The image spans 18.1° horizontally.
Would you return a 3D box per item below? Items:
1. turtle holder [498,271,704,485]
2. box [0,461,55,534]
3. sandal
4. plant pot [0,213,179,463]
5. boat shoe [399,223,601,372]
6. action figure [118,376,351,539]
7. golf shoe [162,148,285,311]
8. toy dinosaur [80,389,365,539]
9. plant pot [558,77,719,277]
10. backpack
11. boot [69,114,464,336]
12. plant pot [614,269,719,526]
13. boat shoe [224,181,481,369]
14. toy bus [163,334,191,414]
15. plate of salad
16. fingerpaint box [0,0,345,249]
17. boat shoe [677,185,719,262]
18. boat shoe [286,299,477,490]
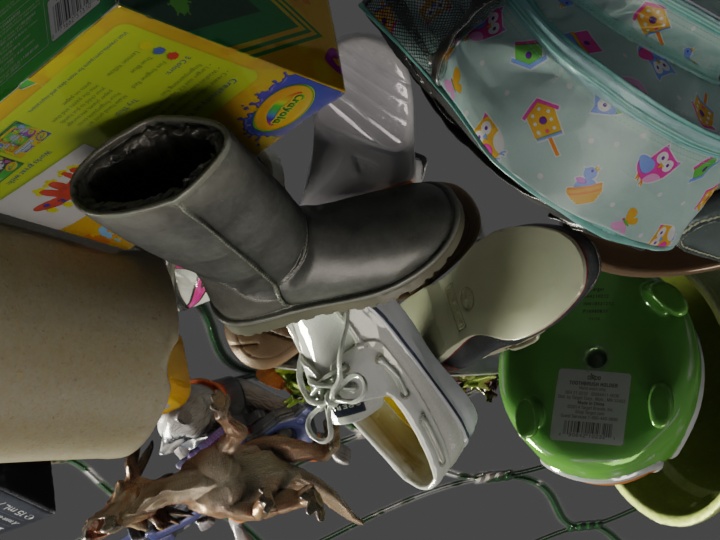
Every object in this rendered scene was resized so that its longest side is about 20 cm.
[{"bbox_3d":[0.162,0.059,1.554,0.140,0.186,0.132,-24,155,6],"label":"turtle holder"},{"bbox_3d":[-0.350,0.124,1.576,0.199,0.118,0.197,-21,151,20],"label":"box"},{"bbox_3d":[0.007,-0.071,1.406,0.079,0.059,0.207,13,132,7],"label":"sandal"},{"bbox_3d":[-0.217,0.040,1.369,0.183,0.201,0.200,9,146,-30],"label":"plant pot"},{"bbox_3d":[0.094,0.019,1.457,0.062,0.072,0.200,-4,163,-36],"label":"boat shoe"},{"bbox_3d":[-0.114,0.149,1.734,0.199,0.105,0.194,-33,144,3],"label":"action figure"},{"bbox_3d":[-0.092,-0.030,1.438,0.092,0.073,0.200,2,159,-31],"label":"golf shoe"},{"bbox_3d":[-0.095,0.151,1.623,0.199,0.086,0.135,11,155,-40],"label":"toy dinosaur"},{"bbox_3d":[0.215,-0.083,1.425,0.200,0.093,0.201,-9,153,-4],"label":"plant pot"},{"bbox_3d":[0.121,-0.112,1.220,0.175,0.201,0.153,20,123,-42],"label":"backpack"},{"bbox_3d":[-0.048,-0.039,1.292,0.181,0.073,0.200,-25,146,7],"label":"boot"},{"bbox_3d":[0.289,0.072,1.669,0.183,0.201,0.201,-9,155,-30],"label":"plant pot"},{"bbox_3d":[0.000,0.000,1.544,0.200,0.072,0.072,-35,176,19],"label":"boat shoe"},{"bbox_3d":[-0.199,0.047,1.540,0.078,0.065,0.200,-21,151,19],"label":"toy bus"},{"bbox_3d":[0.018,0.075,1.614,0.199,0.048,0.200,2,-179,0],"label":"plate of salad"},{"bbox_3d":[-0.137,-0.104,1.273,0.166,0.074,0.200,17,142,-41],"label":"fingerpaint box"},{"bbox_3d":[0.276,-0.016,1.408,0.199,0.062,0.073,5,148,-29],"label":"boat shoe"},{"bbox_3d":[-0.006,0.071,1.446,0.074,0.086,0.202,-5,135,42],"label":"boat shoe"}]
